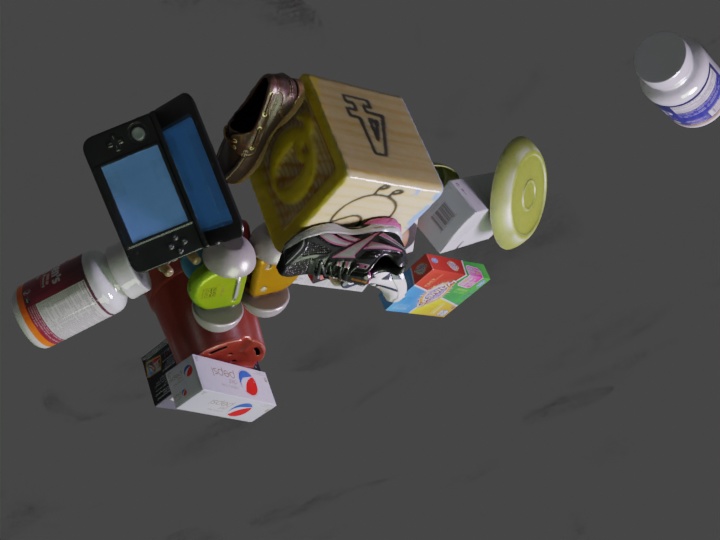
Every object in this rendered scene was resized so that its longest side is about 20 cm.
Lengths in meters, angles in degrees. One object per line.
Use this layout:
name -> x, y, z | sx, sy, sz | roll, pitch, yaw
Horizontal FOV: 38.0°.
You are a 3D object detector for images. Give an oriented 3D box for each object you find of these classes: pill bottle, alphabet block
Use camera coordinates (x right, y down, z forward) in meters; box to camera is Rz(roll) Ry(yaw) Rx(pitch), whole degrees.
pill bottle -> -0.440, 0.034, 1.655 | 0.198, 0.110, 0.110 | -27, 153, 4
alphabet block -> -0.029, -0.148, 1.564 | 0.199, 0.198, 0.195 | 4, 141, -42
pill bottle -> 0.543, -0.329, 1.780 | 0.119, 0.121, 0.199 | -36, 150, 23

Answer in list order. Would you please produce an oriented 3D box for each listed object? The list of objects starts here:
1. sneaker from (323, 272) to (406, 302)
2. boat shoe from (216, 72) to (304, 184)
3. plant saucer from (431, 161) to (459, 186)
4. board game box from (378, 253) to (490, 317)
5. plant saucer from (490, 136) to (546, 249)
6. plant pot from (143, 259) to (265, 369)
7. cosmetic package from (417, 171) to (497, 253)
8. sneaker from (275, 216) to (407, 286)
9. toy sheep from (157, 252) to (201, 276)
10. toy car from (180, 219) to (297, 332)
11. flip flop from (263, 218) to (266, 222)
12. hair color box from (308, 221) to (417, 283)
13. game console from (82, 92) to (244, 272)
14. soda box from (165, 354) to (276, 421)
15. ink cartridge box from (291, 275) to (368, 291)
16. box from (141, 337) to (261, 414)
sneaker -> 0.000, 0.000, 1.754 | 0.129, 0.080, 0.200 | -24, 145, -7
boat shoe -> -0.162, -0.205, 1.497 | 0.070, 0.071, 0.200 | -1, 138, -49
plant saucer -> 0.080, -0.133, 1.858 | 0.198, 0.031, 0.201 | -19, 152, -10
board game box -> 0.157, 0.034, 2.209 | 0.199, 0.041, 0.153 | 8, 139, -46
plant saucer -> 0.289, -0.136, 1.864 | 0.031, 0.202, 0.200 | 10, 170, 32
plant pot -> -0.259, 0.076, 1.781 | 0.199, 0.197, 0.201 | -19, 153, -10
cosmetic package -> 0.197, -0.107, 1.879 | 0.199, 0.081, 0.113 | -15, 152, -53
sneaker -> -0.019, -0.017, 1.497 | 0.198, 0.087, 0.081 | -14, 150, -17
toy sheep -> -0.296, -0.071, 1.554 | 0.137, 0.138, 0.201 | -10, 135, -25
toy car -> -0.196, -0.013, 1.657 | 0.199, 0.150, 0.176 | -17, 143, -33
flip flop -> -0.135, -0.101, 1.708 | 0.057, 0.082, 0.200 | 8, 167, 15
hair color box -> -0.003, -0.057, 1.804 | 0.198, 0.061, 0.102 | -19, 145, -19
game console -> -0.267, -0.113, 1.404 | 0.174, 0.202, 0.116 | -21, -173, -2
soda box -> -0.228, 0.198, 1.731 | 0.063, 0.069, 0.199 | -34, 151, 21
ink cartridge box -> -0.062, -0.021, 1.925 | 0.198, 0.058, 0.163 | 10, 152, -16
box -> -0.305, 0.201, 2.056 | 0.132, 0.116, 0.199 | -36, 151, 23
